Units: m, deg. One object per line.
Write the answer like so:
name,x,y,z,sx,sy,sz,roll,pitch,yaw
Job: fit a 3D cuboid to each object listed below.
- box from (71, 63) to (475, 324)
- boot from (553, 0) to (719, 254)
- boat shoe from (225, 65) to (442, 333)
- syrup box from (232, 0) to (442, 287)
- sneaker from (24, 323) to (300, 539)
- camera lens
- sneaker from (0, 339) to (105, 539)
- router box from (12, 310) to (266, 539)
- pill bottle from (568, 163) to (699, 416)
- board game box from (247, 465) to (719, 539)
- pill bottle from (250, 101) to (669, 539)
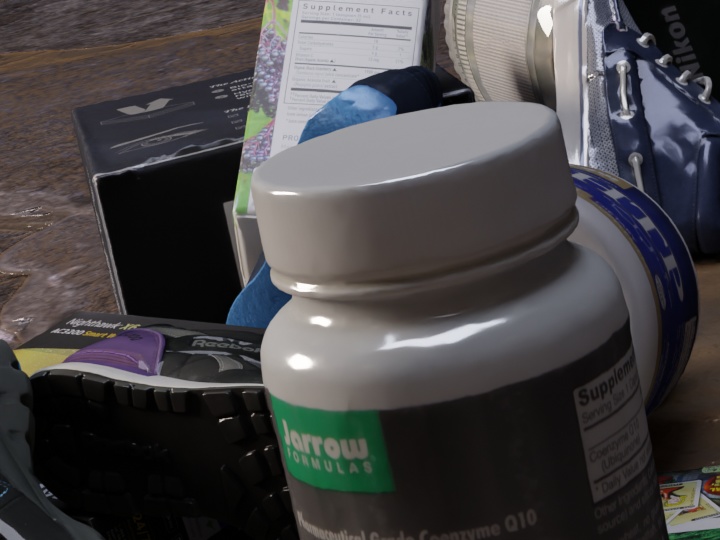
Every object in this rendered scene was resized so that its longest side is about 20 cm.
box,-0.043,-0.038,1.393,0.196,0.118,0.200,-13,15,-6
boot,0.150,-0.091,1.375,0.090,0.200,0.073,-4,-27,13
boat shoe,0.000,0.000,1.121,0.084,0.200,0.069,39,44,12
syrup box,-0.007,-0.085,1.247,0.081,0.079,0.200,3,58,4
sneaker,-0.025,0.054,0.963,0.200,0.076,0.088,14,30,30
camera lens,0.149,-0.144,1.552,0.160,0.160,0.200,-16,15,-15
sneaker,-0.141,0.100,0.915,0.082,0.073,0.200,1,34,-31
router box,-0.109,0.078,1.103,0.200,0.052,0.157,3,28,46
pill bottle,0.074,0.016,1.058,0.119,0.120,0.200,-8,3,15
board game box,0.045,0.107,0.959,0.200,0.024,0.105,-8,17,18
pill bottle,0.033,0.057,0.798,0.113,0.200,0.113,-12,14,3
